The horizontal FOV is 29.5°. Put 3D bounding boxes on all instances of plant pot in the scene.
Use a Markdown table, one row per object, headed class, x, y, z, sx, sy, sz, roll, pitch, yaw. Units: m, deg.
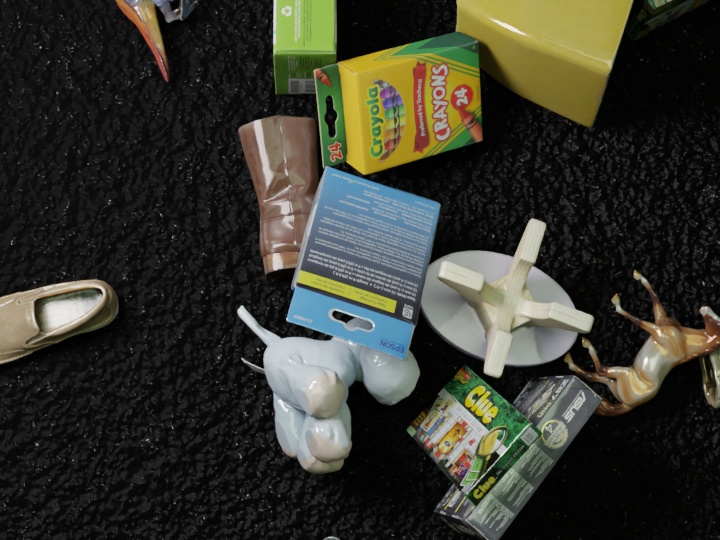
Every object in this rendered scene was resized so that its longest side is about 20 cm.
| class | x | y | z | sx | sy | sz | roll | pitch | yaw |
| --- | --- | --- | --- | --- | --- | --- | --- | --- | --- |
| plant pot | 0.221 | -0.317 | 1.629 | 0.197 | 0.196 | 0.197 | 19 | 78 | 7 |

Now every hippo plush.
| class | x | y | z | sx | sy | sz | roll | pitch | yaw |
| --- | --- | --- | --- | --- | --- | --- | --- | --- | --- |
| hippo plush | -0.022 | 0.128 | 1.571 | 0.159 | 0.161 | 0.200 | -21 | 38 | -25 |

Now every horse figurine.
| class | x | y | z | sx | sy | sz | roll | pitch | yaw |
| --- | --- | --- | --- | --- | --- | --- | --- | --- | --- |
| horse figurine | 0.327 | 0.100 | 1.613 | 0.132 | 0.050 | 0.201 | 40 | 94 | 5 |

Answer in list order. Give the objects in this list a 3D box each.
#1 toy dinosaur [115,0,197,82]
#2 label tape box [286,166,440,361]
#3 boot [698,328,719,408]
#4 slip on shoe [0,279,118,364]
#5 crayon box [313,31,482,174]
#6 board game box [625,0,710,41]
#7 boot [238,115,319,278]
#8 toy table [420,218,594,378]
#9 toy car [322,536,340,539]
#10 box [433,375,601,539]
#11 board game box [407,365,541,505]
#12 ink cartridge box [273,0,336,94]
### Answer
| class | x | y | z | sx | sy | sz | roll | pitch | yaw |
| --- | --- | --- | --- | --- | --- | --- | --- | --- | --- |
| toy dinosaur | -0.296 | -0.354 | 1.653 | 0.179 | 0.105 | 0.203 | 17 | 91 | 20 |
| label tape box | 0.000 | 0.000 | 1.533 | 0.141 | 0.066 | 0.202 | 17 | 63 | -7 |
| boot | 0.489 | 0.146 | 1.615 | 0.152 | 0.072 | 0.203 | -14 | 74 | -7 |
| slip on shoe | -0.378 | 0.058 | 1.578 | 0.197 | 0.061 | 0.077 | -13 | 80 | -6 |
| crayon box | 0.047 | -0.193 | 1.604 | 0.198 | 0.051 | 0.129 | -18 | 120 | -21 |
| board game box | 0.426 | -0.351 | 1.687 | 0.198 | 0.105 | 0.024 | -28 | 78 | -8 |
| boot | -0.044 | -0.103 | 1.636 | 0.183 | 0.064 | 0.203 | -7 | 75 | -7 |
| toy table | 0.168 | 0.039 | 1.591 | 0.197 | 0.117 | 0.187 | 8 | 79 | -3 |
| toy car | 0.013 | 0.391 | 1.507 | 0.199 | 0.158 | 0.165 | 35 | 89 | 15 |
| box | 0.172 | 0.208 | 1.536 | 0.049 | 0.161 | 0.201 | 39 | 78 | -2 |
| board game box | 0.122 | 0.178 | 1.516 | 0.105 | 0.200 | 0.023 | -46 | 111 | -2 |
| ink cartridge box | -0.066 | -0.328 | 1.629 | 0.074 | 0.148 | 0.203 | -1 | 78 | -3 |
